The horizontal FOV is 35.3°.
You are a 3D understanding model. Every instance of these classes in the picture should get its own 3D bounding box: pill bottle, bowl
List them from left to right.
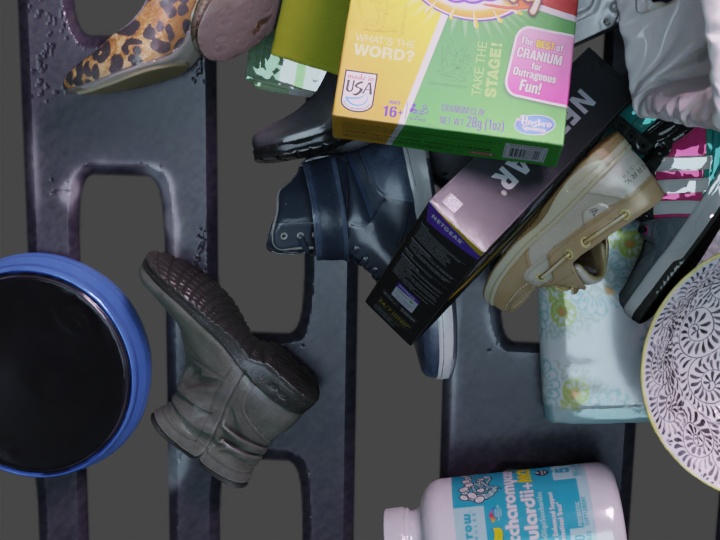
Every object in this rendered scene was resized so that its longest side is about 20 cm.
[{"bbox_3d":[-0.284,0.087,0.997,0.197,0.039,0.204,1,102,4],"label":"bowl"},{"bbox_3d":[0.121,0.227,0.958,0.197,0.111,0.112,-8,101,5],"label":"pill bottle"},{"bbox_3d":[0.315,0.067,0.868,0.198,0.094,0.204,3,102,12],"label":"bowl"}]

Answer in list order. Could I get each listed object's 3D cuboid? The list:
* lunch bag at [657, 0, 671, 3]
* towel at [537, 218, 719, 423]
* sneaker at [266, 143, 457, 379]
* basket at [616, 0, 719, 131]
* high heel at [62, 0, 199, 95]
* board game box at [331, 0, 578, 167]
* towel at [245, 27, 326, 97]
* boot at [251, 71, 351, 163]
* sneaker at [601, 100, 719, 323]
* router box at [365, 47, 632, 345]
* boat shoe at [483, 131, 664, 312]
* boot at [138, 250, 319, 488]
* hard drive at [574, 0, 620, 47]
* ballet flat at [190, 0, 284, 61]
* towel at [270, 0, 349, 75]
[{"bbox_3d":[0.286,-0.228,0.844,0.200,0.136,0.132,43,101,-6],"label":"lunch bag"},{"bbox_3d":[0.248,0.040,0.946,0.197,0.048,0.174,-3,98,5],"label":"towel"},{"bbox_3d":[0.000,-0.001,0.932,0.144,0.077,0.205,-11,91,-5],"label":"sneaker"},{"bbox_3d":[0.248,-0.201,0.686,0.158,0.200,0.201,-11,101,0],"label":"basket"},{"bbox_3d":[-0.170,-0.233,0.919,0.198,0.071,0.144,-21,90,8],"label":"high heel"},{"bbox_3d":[0.069,-0.179,0.753,0.151,0.040,0.203,7,76,3],"label":"board game box"},{"bbox_3d":[0.012,-0.206,0.927,0.197,0.023,0.155,14,101,3],"label":"towel"},{"bbox_3d":[-0.013,-0.173,0.896,0.198,0.070,0.133,-23,94,-4],"label":"boot"},{"bbox_3d":[0.227,-0.071,0.881,0.120,0.084,0.201,32,91,22],"label":"sneaker"},{"bbox_3d":[0.102,-0.052,0.833,0.052,0.158,0.200,42,59,7],"label":"router box"},{"bbox_3d":[0.159,-0.017,0.863,0.069,0.074,0.201,44,143,10],"label":"boat shoe"},{"bbox_3d":[-0.143,0.091,0.977,0.200,0.068,0.131,43,107,-3],"label":"boot"},{"bbox_3d":[0.095,-0.246,0.829,0.138,0.038,0.202,-21,93,17],"label":"hard drive"},{"bbox_3d":[-0.071,-0.244,0.869,0.046,0.068,0.201,25,73,31],"label":"ballet flat"},{"bbox_3d":[-0.007,-0.247,0.833,0.085,0.018,0.203,20,107,20],"label":"towel"}]
